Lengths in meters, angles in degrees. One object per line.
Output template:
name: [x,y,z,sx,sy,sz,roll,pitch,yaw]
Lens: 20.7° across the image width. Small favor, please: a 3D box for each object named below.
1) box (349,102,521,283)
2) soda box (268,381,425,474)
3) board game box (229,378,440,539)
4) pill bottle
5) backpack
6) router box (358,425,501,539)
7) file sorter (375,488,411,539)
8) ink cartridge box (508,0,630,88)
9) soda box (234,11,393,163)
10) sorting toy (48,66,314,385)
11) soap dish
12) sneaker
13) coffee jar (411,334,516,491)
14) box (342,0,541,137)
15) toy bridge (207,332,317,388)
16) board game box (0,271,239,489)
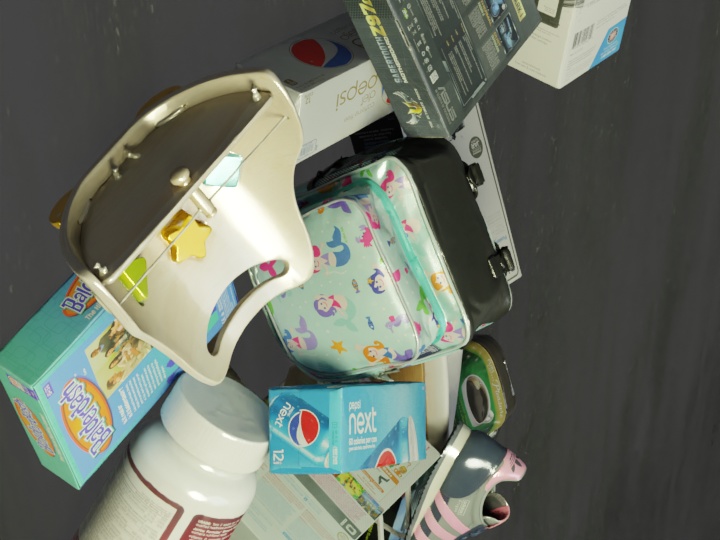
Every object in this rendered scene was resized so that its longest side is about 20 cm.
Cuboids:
box: [0.063,-0.067,1.684,0.116,0.060,0.201,-28,108,-48]
soda box: [-0.007,0.125,1.592,0.200,0.064,0.068,5,84,-68]
board game box: [-0.047,0.176,1.729,0.200,0.148,0.064,-39,175,-37]
pill bottle: [-0.150,0.185,1.566,0.109,0.109,0.201,-7,133,-60]
backpack: [0.000,0.000,1.580,0.150,0.199,0.179,-31,101,-45]
router box: [0.062,0.233,2.100,0.200,0.062,0.151,-23,137,-53]
file sorter: [-0.055,0.252,1.834,0.200,0.124,0.139,-45,151,-30]
ink cartridge box: [0.205,-0.285,1.824,0.116,0.068,0.201,-34,144,-44]
soda box: [-0.015,-0.153,1.549,0.200,0.068,0.064,-32,139,-46]
sorting toy: [-0.111,-0.016,1.399,0.200,0.106,0.180,-50,128,-21]
soap dish: [0.050,0.064,1.826,0.201,0.081,0.158,85,12,-49]
sneaker: [0.091,0.232,1.827,0.070,0.082,0.201,-59,171,-47]
coffee jar: [0.076,0.140,1.987,0.200,0.085,0.105,-29,107,-48]
box: [0.055,-0.228,1.521,0.158,0.051,0.201,-52,130,-32]
toy bridge: [-0.057,0.114,1.665,0.199,0.027,0.068,32,67,-34]
board game box: [-0.179,0.047,1.481,0.200,0.045,0.153,-49,153,-24]
